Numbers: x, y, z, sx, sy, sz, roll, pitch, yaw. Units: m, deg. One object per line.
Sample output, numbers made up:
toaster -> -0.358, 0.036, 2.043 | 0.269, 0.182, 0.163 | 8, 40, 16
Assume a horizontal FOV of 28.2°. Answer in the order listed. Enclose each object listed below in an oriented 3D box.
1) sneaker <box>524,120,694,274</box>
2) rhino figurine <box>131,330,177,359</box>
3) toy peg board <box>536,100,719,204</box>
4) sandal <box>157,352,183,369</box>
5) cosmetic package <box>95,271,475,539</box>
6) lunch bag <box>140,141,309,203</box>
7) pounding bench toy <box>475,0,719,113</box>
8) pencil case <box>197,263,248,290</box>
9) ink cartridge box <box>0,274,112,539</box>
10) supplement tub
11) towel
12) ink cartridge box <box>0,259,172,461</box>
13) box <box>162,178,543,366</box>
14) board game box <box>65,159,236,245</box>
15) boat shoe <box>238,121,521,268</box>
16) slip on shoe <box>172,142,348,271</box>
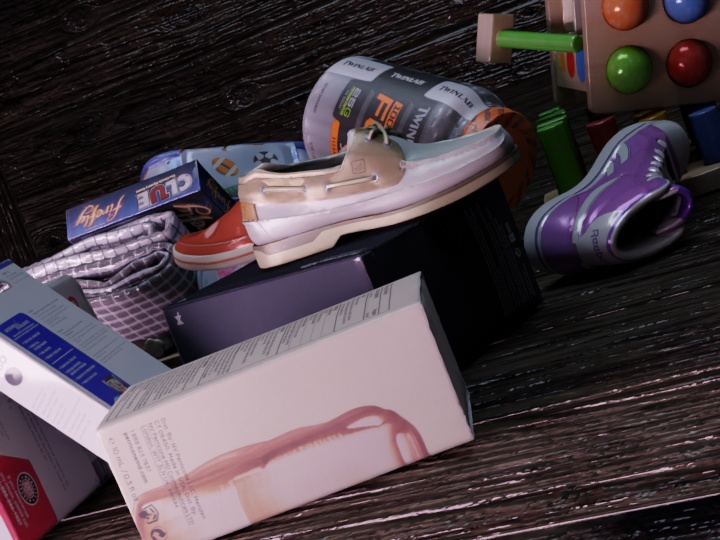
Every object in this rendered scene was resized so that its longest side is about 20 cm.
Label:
sneaker -> 0.228, -0.058, 1.112 | 0.114, 0.073, 0.200 | -6, 29, 49
rhino figurine -> -0.163, 0.081, 1.239 | 0.198, 0.060, 0.087 | -18, -2, 3
toy peg board -> 0.248, -0.116, 1.297 | 0.198, 0.099, 0.200 | -20, 9, 12
sandal -> -0.206, 0.107, 1.162 | 0.210, 0.078, 0.070 | -14, 6, 0
cosmetic package -> -0.040, 0.083, 0.835 | 0.199, 0.088, 0.103 | -22, 7, 7
lunch bag -> -0.126, -0.051, 1.398 | 0.198, 0.076, 0.161 | -4, -34, -11
pounding bench toy -> 0.211, -0.209, 1.284 | 0.198, 0.125, 0.156 | -7, 12, -5
pencil case -> -0.064, 0.000, 1.285 | 0.083, 0.091, 0.200 | -38, -13, 25
ink cartridge box -> -0.250, 0.105, 1.022 | 0.083, 0.146, 0.200 | -23, 8, 22
supplement tub -> 0.053, -0.117, 1.288 | 0.122, 0.124, 0.199 | -28, 34, -36
towel -> -0.218, 0.042, 1.297 | 0.199, 0.086, 0.166 | -20, -33, 14
ink cartridge box -> -0.184, 0.071, 0.963 | 0.039, 0.199, 0.099 | -57, -4, 20
box -> -0.005, 0.026, 1.036 | 0.199, 0.105, 0.182 | -15, 9, 41
board game box -> -0.164, -0.018, 1.334 | 0.134, 0.035, 0.200 | -20, -32, 14
boat shoe -> 0.010, -0.066, 0.987 | 0.198, 0.069, 0.075 | -20, 9, 5
slip on shoe -> -0.064, -0.048, 1.091 | 0.199, 0.062, 0.074 | -19, 10, 31
